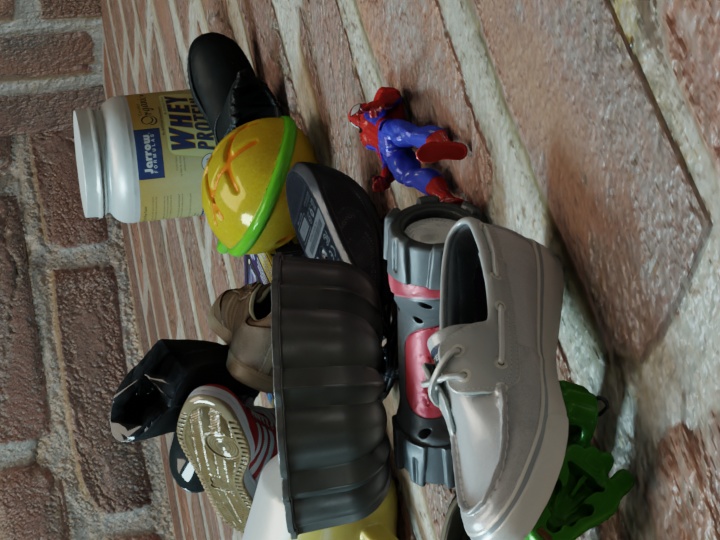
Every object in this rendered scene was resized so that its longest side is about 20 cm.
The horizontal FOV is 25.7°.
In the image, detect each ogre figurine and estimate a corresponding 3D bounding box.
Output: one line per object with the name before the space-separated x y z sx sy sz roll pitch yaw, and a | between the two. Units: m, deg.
ogre figurine | 0.093 0.169 0.810 0.120 0.098 0.201 123 134 -61

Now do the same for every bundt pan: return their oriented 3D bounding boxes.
bundt pan | -0.018 0.085 1.110 0.202 0.075 0.203 176 90 -90

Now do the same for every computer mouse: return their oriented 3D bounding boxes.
computer mouse | 0.000 0.000 1.247 0.139 0.052 0.201 117 132 -64

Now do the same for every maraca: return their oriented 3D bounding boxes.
maraca | -0.098 -0.076 1.476 0.138 0.107 0.200 -68 14 -11

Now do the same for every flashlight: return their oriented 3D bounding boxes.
flashlight | 0.050 0.052 1.022 0.068 0.068 0.201 -58 -29 -53

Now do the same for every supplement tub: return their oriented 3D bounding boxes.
supplement tub | -0.220 -0.130 1.788 0.144 0.199 0.145 173 90 -77

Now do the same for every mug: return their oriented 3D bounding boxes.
mug | -0.016 0.229 1.305 0.149 0.186 0.154 -45 -34 -64

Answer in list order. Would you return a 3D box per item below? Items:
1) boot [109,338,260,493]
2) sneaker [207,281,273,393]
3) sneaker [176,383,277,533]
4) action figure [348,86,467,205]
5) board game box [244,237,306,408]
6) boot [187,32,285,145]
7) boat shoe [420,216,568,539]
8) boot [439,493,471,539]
boot | -0.161 0.136 1.413 0.166 0.065 0.200 -66 -14 8
sneaker | -0.084 0.043 1.397 0.076 0.070 0.200 -62 19 10
sneaker | -0.098 0.136 1.389 0.201 0.071 0.113 80 -148 -49
action figure | 0.025 -0.088 1.093 0.200 0.051 0.066 -124 26 -68
board game box | -0.069 0.046 1.545 0.200 0.056 0.166 -119 28 -59
boot | -0.127 -0.172 1.650 0.162 0.073 0.199 143 113 -78
boat shoe | 0.064 0.050 0.806 0.072 0.068 0.201 -43 27 45
boot | 0.068 0.216 1.006 0.151 0.073 0.201 -145 45 -73
